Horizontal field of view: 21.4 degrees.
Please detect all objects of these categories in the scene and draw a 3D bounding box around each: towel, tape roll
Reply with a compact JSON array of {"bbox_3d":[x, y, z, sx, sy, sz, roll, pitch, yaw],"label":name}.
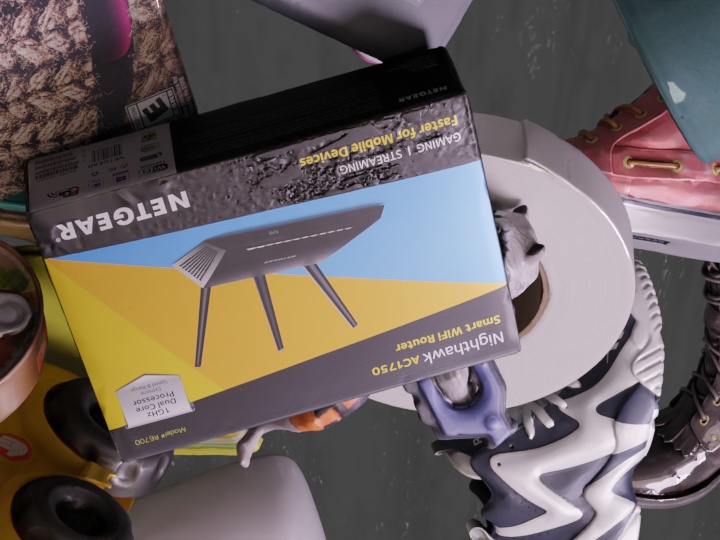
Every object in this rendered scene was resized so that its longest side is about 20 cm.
[{"bbox_3d":[-0.137,0.044,1.026,0.086,0.018,0.200,-4,144,34],"label":"towel"},{"bbox_3d":[0.051,-0.001,1.053,0.202,0.037,0.203,2,133,2],"label":"tape roll"}]

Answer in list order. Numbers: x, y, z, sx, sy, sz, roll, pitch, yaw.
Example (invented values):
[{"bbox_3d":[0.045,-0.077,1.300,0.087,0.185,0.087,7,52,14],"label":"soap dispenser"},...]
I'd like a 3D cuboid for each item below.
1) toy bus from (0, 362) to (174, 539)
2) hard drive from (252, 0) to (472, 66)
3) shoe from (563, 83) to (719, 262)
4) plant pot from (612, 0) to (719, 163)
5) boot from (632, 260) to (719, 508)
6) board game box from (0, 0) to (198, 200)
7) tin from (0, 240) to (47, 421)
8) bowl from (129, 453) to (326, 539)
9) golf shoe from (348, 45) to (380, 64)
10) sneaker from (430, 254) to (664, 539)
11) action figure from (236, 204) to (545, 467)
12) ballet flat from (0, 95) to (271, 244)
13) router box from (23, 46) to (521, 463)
[{"bbox_3d":[-0.210,0.111,0.958,0.192,0.200,0.136,31,115,-9],"label":"toy bus"},{"bbox_3d":[-0.017,-0.179,0.810,0.200,0.033,0.140,21,107,-37],"label":"hard drive"},{"bbox_3d":[0.145,-0.065,1.091,0.199,0.071,0.091,10,82,-8],"label":"shoe"},{"bbox_3d":[0.231,-0.154,0.988,0.188,0.200,0.200,-27,134,14],"label":"plant pot"},{"bbox_3d":[0.230,0.050,1.230,0.199,0.069,0.175,-20,126,-17],"label":"boot"},{"bbox_3d":[-0.195,-0.115,0.851,0.199,0.097,0.160,-24,132,-9],"label":"board game box"},{"bbox_3d":[-0.250,0.035,0.915,0.199,0.112,0.042,-4,145,-3],"label":"tin"},{"bbox_3d":[-0.102,0.228,1.183,0.199,0.075,0.200,-21,133,-11],"label":"bowl"},{"bbox_3d":[0.026,-0.177,0.922,0.075,0.092,0.200,-11,131,-21],"label":"golf shoe"},{"bbox_3d":[0.111,0.086,1.175,0.129,0.080,0.200,4,108,-6],"label":"sneaker"},{"bbox_3d":[0.000,0.000,0.993,0.193,0.105,0.201,-16,106,10],"label":"action figure"},{"bbox_3d":[-0.116,-0.039,0.974,0.199,0.069,0.063,-11,139,-18],"label":"ballet flat"},{"bbox_3d":[-0.037,-0.005,0.881,0.199,0.051,0.150,-16,125,0],"label":"router box"}]
